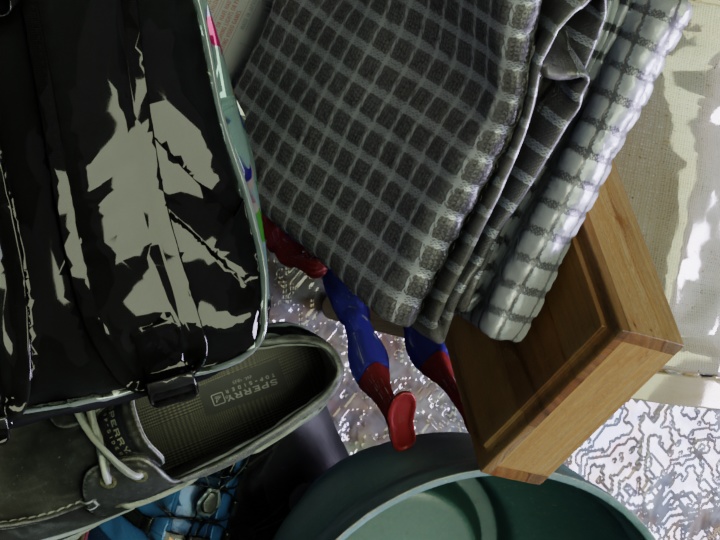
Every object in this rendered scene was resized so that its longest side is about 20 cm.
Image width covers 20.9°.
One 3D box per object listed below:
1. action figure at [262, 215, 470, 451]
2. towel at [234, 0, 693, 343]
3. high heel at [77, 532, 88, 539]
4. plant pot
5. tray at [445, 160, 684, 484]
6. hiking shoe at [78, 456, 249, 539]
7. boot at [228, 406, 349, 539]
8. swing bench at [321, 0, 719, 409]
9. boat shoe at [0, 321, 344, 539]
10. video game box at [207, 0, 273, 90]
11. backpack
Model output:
[{"bbox_3d":[0.000,0.000,0.921,0.065,0.200,0.052,-14,131,-19],"label":"action figure"},{"bbox_3d":[0.023,-0.078,0.821,0.085,0.200,0.166,19,104,-35],"label":"towel"},{"bbox_3d":[-0.144,0.134,0.852,0.067,0.096,0.201,31,49,-30],"label":"high heel"},{"bbox_3d":[0.033,0.159,0.920,0.200,0.134,0.201,-6,109,-16],"label":"plant pot"},{"bbox_3d":[0.068,-0.020,0.844,0.037,0.200,0.099,13,134,-31],"label":"tray"},{"bbox_3d":[-0.089,0.100,0.896,0.074,0.087,0.201,8,68,-32],"label":"hiking shoe"},{"bbox_3d":[0.008,0.139,1.024,0.165,0.066,0.200,-40,112,-22],"label":"boot"},{"bbox_3d":[0.099,-0.051,0.962,0.129,0.200,0.200,8,94,-32],"label":"swing bench"},{"bbox_3d":[-0.100,0.064,0.825,0.200,0.071,0.072,-24,86,-16],"label":"boat shoe"},{"bbox_3d":[-0.120,-0.114,0.878,0.182,0.047,0.200,18,106,-35],"label":"video game box"},{"bbox_3d":[-0.131,-0.048,0.773,0.177,0.151,0.201,-13,100,-6],"label":"backpack"}]
